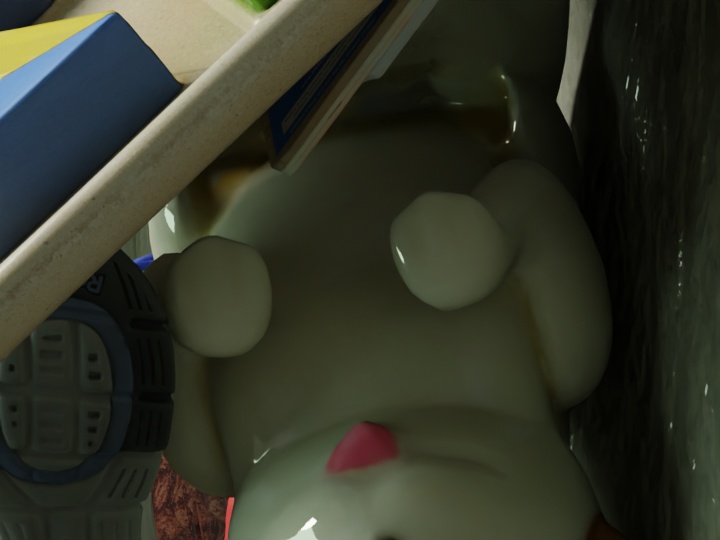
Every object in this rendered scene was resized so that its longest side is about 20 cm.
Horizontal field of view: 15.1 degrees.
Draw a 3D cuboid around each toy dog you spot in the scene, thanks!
[{"bbox_3d":[0.003,0.039,0.729,0.194,0.139,0.201,86,177,-47],"label":"toy dog"}]

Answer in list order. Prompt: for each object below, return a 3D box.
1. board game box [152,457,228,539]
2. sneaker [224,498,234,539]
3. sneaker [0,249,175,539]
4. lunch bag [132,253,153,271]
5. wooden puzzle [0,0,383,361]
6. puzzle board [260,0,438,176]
[{"bbox_3d":[-0.137,0.113,0.969,0.097,0.199,0.160,-18,-79,-59],"label":"board game box"},{"bbox_3d":[-0.037,0.110,0.848,0.085,0.077,0.201,3,85,37],"label":"sneaker"},{"bbox_3d":[-0.082,0.065,0.716,0.087,0.074,0.201,-116,29,-60],"label":"sneaker"},{"bbox_3d":[-0.051,0.080,1.090,0.200,0.127,0.171,-23,-65,-64],"label":"lunch bag"},{"bbox_3d":[-0.061,-0.073,0.651,0.046,0.185,0.200,48,177,-26],"label":"wooden puzzle"},{"bbox_3d":[0.027,-0.137,0.676,0.200,0.017,0.151,-52,30,27],"label":"puzzle board"}]
